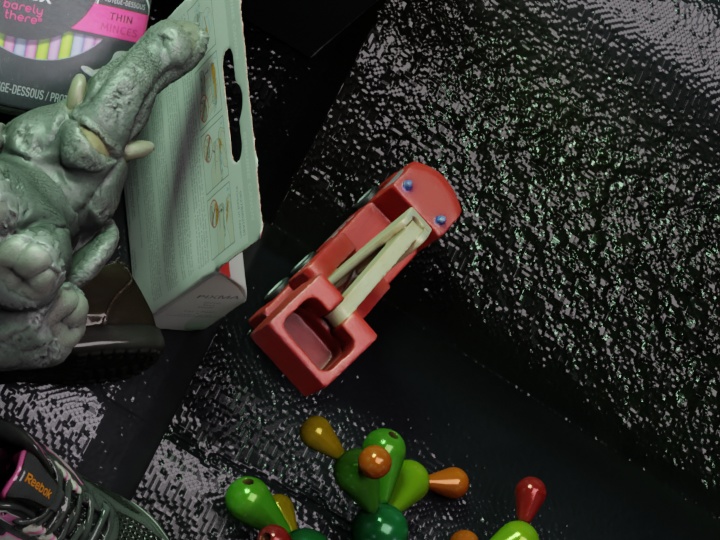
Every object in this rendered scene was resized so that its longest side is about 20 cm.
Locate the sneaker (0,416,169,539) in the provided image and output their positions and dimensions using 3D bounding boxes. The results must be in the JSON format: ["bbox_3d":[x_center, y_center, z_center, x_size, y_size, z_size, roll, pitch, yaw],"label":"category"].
[{"bbox_3d":[-0.184,0.126,1.149,0.200,0.086,0.081,28,66,-24],"label":"sneaker"}]

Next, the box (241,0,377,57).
[{"bbox_3d":[0.001,-0.252,1.327,0.079,0.141,0.201,28,64,-14],"label":"box"}]

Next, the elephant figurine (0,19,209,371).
[{"bbox_3d":[-0.172,-0.034,1.112,0.200,0.155,0.142,-61,150,-56],"label":"elephant figurine"}]

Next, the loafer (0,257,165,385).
[{"bbox_3d":[-0.209,0.025,1.190,0.199,0.073,0.072,2,64,-30],"label":"loafer"}]

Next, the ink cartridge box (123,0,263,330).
[{"bbox_3d":[-0.081,-0.067,1.196,0.050,0.200,0.162,0,75,-27],"label":"ink cartridge box"}]

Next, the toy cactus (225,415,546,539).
[{"bbox_3d":[0.017,0.175,1.242,0.199,0.102,0.166,12,79,-31],"label":"toy cactus"}]

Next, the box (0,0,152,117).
[{"bbox_3d":[-0.178,-0.186,1.203,0.122,0.106,0.201,10,89,-17],"label":"box"}]

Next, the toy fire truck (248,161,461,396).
[{"bbox_3d":[0.000,0.000,1.249,0.049,0.141,0.200,47,61,-6],"label":"toy fire truck"}]
